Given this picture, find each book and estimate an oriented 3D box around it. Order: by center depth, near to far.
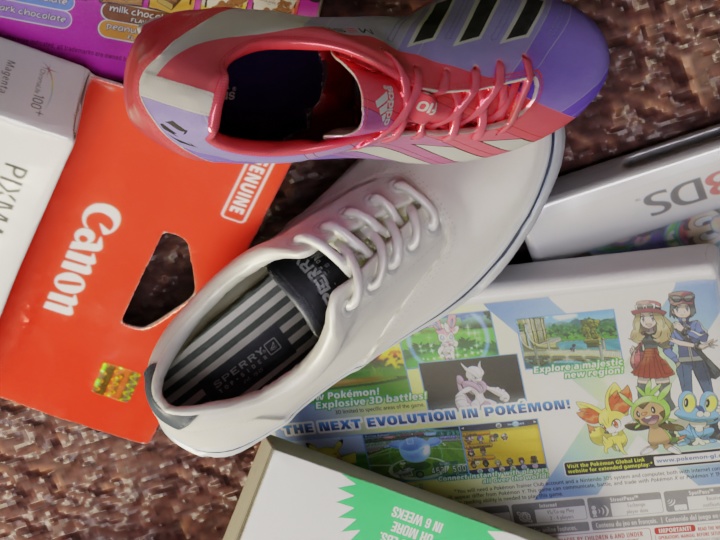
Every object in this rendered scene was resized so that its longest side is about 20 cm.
[{"bbox_3d":[-0.012,0.183,1.155,0.133,0.048,0.201,20,95,-11],"label":"book"}]

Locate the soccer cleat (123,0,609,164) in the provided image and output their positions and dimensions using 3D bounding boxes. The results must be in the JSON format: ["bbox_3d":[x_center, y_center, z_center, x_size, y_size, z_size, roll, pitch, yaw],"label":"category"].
[{"bbox_3d":[0.012,-0.065,1.013,0.199,0.076,0.067,-2,107,-28],"label":"soccer cleat"}]

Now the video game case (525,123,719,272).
[{"bbox_3d":[0.179,0.027,1.156,0.181,0.024,0.200,-18,117,9],"label":"video game case"}]

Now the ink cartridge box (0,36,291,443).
[{"bbox_3d":[-0.138,-0.001,1.093,0.173,0.044,0.200,19,135,-10],"label":"ink cartridge box"}]

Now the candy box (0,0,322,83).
[{"bbox_3d":[-0.069,-0.168,1.027,0.136,0.061,0.201,10,118,-6],"label":"candy box"}]

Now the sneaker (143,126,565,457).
[{"bbox_3d":[0.000,0.000,1.085,0.200,0.071,0.073,-44,82,1],"label":"sneaker"}]

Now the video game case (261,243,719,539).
[{"bbox_3d":[0.061,0.080,1.167,0.199,0.022,0.183,-6,120,13],"label":"video game case"}]
